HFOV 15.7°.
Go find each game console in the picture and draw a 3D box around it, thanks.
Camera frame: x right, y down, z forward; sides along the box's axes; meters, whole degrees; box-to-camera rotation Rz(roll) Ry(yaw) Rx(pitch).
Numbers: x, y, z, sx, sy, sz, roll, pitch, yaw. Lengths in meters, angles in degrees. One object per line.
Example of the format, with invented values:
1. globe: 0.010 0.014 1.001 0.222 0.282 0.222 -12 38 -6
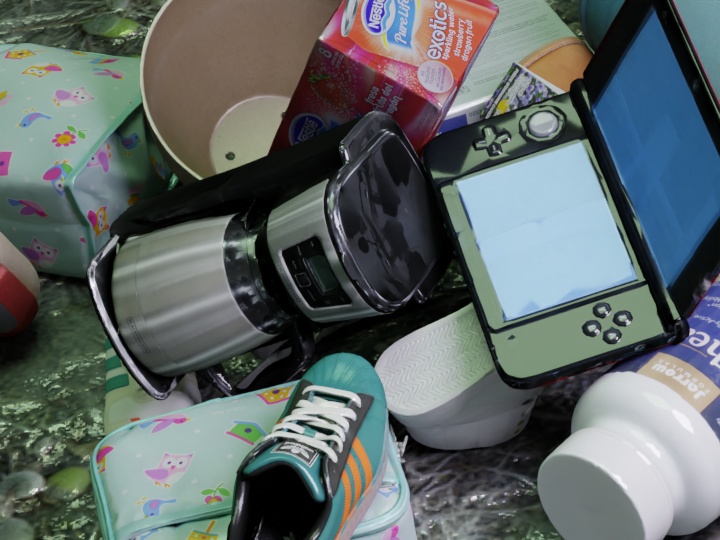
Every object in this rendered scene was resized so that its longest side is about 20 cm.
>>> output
1. game console: 0.134 -0.056 1.579 0.172 0.119 0.200 -18 54 0

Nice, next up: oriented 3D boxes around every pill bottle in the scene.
1. pill bottle: 0.200 0.091 1.597 0.111 0.111 0.200 20 44 37

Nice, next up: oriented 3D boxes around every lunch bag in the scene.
1. lunch bag: -0.063 0.146 1.617 0.199 0.077 0.161 -13 34 -5
2. lunch bag: -0.226 -0.096 1.982 0.170 0.122 0.200 7 43 26

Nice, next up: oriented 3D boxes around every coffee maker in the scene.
1. coffee maker: -0.053 -0.026 1.683 0.200 0.135 0.192 -18 42 28

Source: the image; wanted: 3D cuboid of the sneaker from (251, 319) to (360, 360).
1. sneaker: 0.000 0.000 1.819 0.084 0.073 0.200 12 38 34

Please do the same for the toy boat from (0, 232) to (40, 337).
1. toy boat: -0.336 0.026 1.856 0.199 0.131 0.131 9 67 26

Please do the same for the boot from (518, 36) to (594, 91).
1. boot: 0.165 -0.084 1.902 0.154 0.074 0.200 18 54 30

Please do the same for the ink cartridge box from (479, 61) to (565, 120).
1. ink cartridge box: 0.173 -0.063 1.727 0.050 0.109 0.200 -57 37 9

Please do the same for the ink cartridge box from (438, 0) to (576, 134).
1. ink cartridge box: 0.068 -0.162 2.069 0.196 0.043 0.200 -18 32 -9

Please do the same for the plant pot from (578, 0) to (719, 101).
1. plant pot: 0.288 -0.165 1.894 0.200 0.200 0.188 -19 50 -12

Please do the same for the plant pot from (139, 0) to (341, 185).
1. plant pot: -0.064 -0.115 1.927 0.200 0.135 0.201 2 68 -4

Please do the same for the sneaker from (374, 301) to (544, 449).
1. sneaker: 0.110 0.050 1.664 0.200 0.116 0.074 -22 68 3

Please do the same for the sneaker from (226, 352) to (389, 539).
1. sneaker: -0.030 0.117 1.526 0.071 0.080 0.200 11 51 11

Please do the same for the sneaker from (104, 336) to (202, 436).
1. sneaker: -0.147 0.053 1.764 0.070 0.094 0.200 -10 34 1

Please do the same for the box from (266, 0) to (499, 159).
1. box: 0.007 -0.111 1.742 0.095 0.200 0.100 30 57 1
